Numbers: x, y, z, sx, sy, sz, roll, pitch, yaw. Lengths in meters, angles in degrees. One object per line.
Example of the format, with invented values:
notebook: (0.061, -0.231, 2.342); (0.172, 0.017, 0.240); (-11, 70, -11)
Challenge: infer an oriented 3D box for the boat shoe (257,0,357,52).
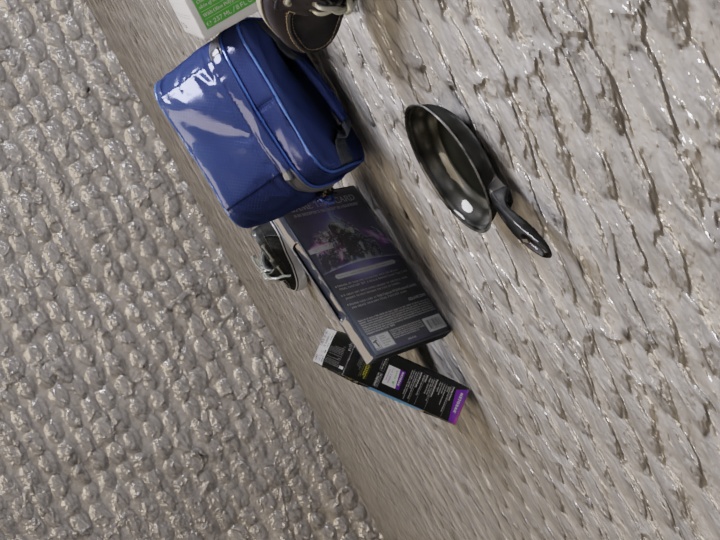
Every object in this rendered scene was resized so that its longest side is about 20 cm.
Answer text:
boat shoe: (-0.035, -0.219, 1.002); (0.063, 0.072, 0.200); (55, 165, 21)

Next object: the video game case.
video game case: (0.000, 0.000, 1.395); (0.019, 0.142, 0.201); (-45, 71, 35)

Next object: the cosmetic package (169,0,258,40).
cosmetic package: (-0.156, -0.329, 1.213); (0.201, 0.107, 0.085); (62, 169, -24)

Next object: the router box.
router box: (0.032, 0.125, 1.579); (0.148, 0.051, 0.200); (25, 176, -11)

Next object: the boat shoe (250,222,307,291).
boat shoe: (-0.138, -0.017, 2.151); (0.074, 0.068, 0.200); (54, 169, 24)

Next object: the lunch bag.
lunch bag: (-0.087, -0.145, 1.290); (0.201, 0.132, 0.136); (57, -155, 1)

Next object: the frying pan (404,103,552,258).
frying pan: (0.085, -0.076, 0.983); (0.116, 0.031, 0.190); (62, 166, -17)
